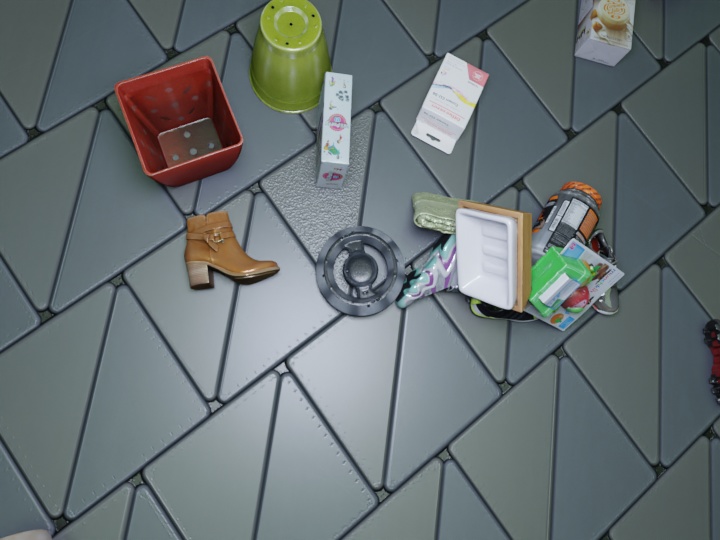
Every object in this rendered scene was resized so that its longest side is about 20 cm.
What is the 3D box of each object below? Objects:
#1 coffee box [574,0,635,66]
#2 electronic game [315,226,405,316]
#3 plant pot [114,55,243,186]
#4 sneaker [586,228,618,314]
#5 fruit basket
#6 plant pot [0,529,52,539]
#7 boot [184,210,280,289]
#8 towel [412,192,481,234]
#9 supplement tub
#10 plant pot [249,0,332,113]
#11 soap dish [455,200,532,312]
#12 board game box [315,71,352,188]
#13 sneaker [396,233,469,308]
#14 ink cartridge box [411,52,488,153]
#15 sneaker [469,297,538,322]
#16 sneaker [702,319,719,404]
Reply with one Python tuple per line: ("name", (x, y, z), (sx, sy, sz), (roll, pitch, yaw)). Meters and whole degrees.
("coffee box", (0.624, -0.641, 1.431), (0.112, 0.080, 0.204), (12, 77, -5))
("electronic game", (0.000, 0.000, 1.228), (0.196, 0.042, 0.204), (0, 74, 0))
("plant pot", (-0.363, -0.284, 1.173), (0.197, 0.176, 0.203), (-21, 81, -12))
("sneaker", (0.548, 0.000, 1.280), (0.076, 0.082, 0.204), (-13, 79, -10))
("fruit basket", (0.437, 0.042, 1.175), (0.198, 0.094, 0.186), (28, 116, -28))
("plant pot", (-0.593, 0.558, 0.967), (0.197, 0.201, 0.176), (-19, 65, -11))
("boot", (-0.274, -0.050, 1.190), (0.196, 0.074, 0.158), (-5, 74, -11))
("towel", (0.211, -0.124, 1.243), (0.196, 0.149, 0.037), (10, 120, -3))
("supplement tub", (0.457, -0.091, 1.267), (0.121, 0.123, 0.202), (34, 75, 1))
("plant pot", (-0.152, -0.485, 1.236), (0.196, 0.193, 0.205), (2, 78, -7))
("soap dish", (0.269, -0.035, 1.122), (0.080, 0.156, 0.204), (-21, 117, -33))
("board game box", (-0.061, -0.302, 1.233), (0.063, 0.148, 0.204), (4, 78, -9))
("sneaker", (0.182, 0.034, 1.230), (0.139, 0.078, 0.200), (40, 96, -16))
("ink cartridge box", (0.210, -0.393, 1.328), (0.115, 0.068, 0.203), (25, 76, -1))
("sneaker", (0.337, 0.075, 1.235), (0.196, 0.083, 0.073), (-3, 78, -8))
("sneaker", (0.850, 0.214, 1.279), (0.096, 0.071, 0.205), (2, 76, -5))
